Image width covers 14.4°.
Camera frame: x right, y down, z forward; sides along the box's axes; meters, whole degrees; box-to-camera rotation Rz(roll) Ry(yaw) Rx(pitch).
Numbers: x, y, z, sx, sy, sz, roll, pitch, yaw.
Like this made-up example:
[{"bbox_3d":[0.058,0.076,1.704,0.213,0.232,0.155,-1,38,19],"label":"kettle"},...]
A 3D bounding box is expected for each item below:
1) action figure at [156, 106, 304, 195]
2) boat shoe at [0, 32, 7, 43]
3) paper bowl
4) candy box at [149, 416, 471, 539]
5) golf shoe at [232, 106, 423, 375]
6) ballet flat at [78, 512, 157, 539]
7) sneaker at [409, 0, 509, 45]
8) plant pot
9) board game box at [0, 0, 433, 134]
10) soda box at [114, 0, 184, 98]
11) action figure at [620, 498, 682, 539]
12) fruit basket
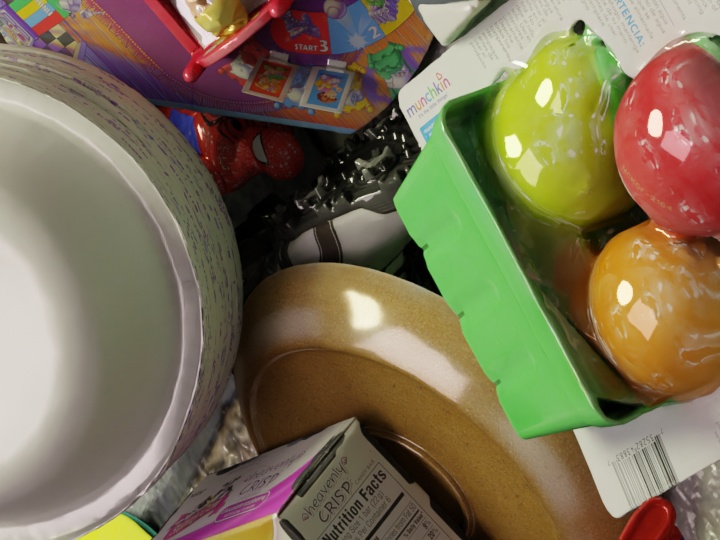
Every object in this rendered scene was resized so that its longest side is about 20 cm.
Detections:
[{"bbox_3d":[-0.090,-0.077,1.262,0.200,0.065,0.052,28,146,43],"label":"action figure"},{"bbox_3d":[-0.154,-0.126,1.224,0.072,0.201,0.072,10,162,18],"label":"boat shoe"},{"bbox_3d":[-0.154,0.016,1.140,0.200,0.104,0.202,4,106,13],"label":"paper bowl"},{"bbox_3d":[0.015,0.162,1.187,0.200,0.061,0.136,47,148,-10],"label":"candy box"},{"bbox_3d":[0.000,0.000,1.192,0.095,0.078,0.200,49,146,-5],"label":"golf shoe"},{"bbox_3d":[-0.097,0.184,1.406,0.200,0.067,0.067,38,137,36],"label":"ballet flat"},{"bbox_3d":[0.046,-0.179,1.013,0.130,0.079,0.199,54,153,5],"label":"sneaker"},{"bbox_3d":[0.024,0.082,1.165,0.200,0.028,0.200,27,145,20],"label":"plant pot"},{"bbox_3d":[-0.065,-0.126,1.125,0.199,0.039,0.159,9,119,7],"label":"board game box"},{"bbox_3d":[-0.077,-0.176,1.176,0.070,0.063,0.201,-117,24,-59],"label":"soda box"},{"bbox_3d":[0.113,0.121,1.035,0.065,0.052,0.200,22,173,8],"label":"action figure"},{"bbox_3d":[0.112,-0.029,1.019,0.200,0.094,0.186,-36,78,42],"label":"fruit basket"}]
